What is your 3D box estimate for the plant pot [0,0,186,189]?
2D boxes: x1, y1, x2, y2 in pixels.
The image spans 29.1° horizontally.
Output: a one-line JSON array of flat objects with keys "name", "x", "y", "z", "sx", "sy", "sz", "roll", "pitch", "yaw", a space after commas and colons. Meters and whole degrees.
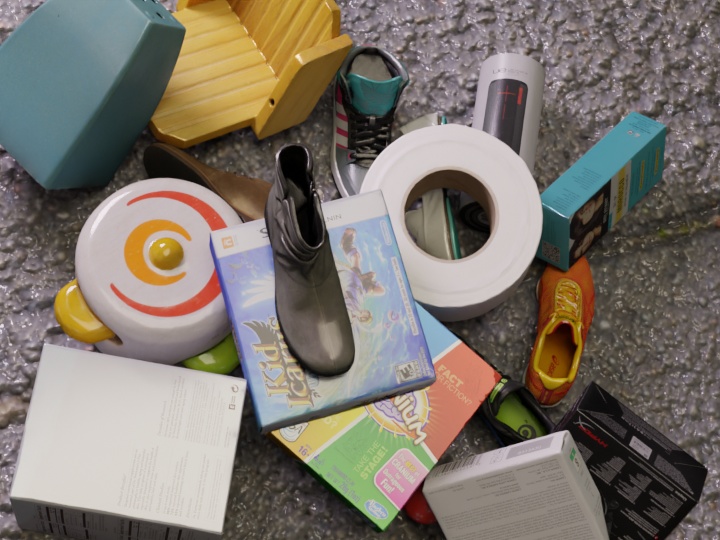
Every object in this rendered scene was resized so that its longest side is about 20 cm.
[{"name": "plant pot", "x": -0.288, "y": -0.209, "z": 1.459, "sx": 0.141, "sy": 0.141, "sz": 0.200, "roll": 43, "pitch": 106, "yaw": 9}]

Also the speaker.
[{"name": "speaker", "x": 0.165, "y": -0.148, "z": 1.605, "sx": 0.080, "sy": 0.081, "sz": 0.202, "roll": 13, "pitch": 66, "yaw": -5}]

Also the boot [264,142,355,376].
[{"name": "boot", "x": -0.051, "y": -0.007, "z": 1.283, "sx": 0.067, "sy": 0.131, "sz": 0.202, "roll": -14, "pitch": 77, "yaw": -9}]

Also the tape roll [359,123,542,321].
[{"name": "tape roll", "x": 0.093, "y": -0.050, "z": 1.485, "sx": 0.200, "sy": 0.071, "sz": 0.205, "roll": 0, "pitch": 76, "yaw": 0}]

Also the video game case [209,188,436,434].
[{"name": "video game case", "x": -0.039, "y": 0.038, "z": 1.365, "sx": 0.179, "sy": 0.045, "sz": 0.202, "roll": -15, "pitch": 78, "yaw": -10}]

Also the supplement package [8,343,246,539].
[{"name": "supplement package", "x": -0.224, "y": 0.181, "z": 1.354, "sx": 0.197, "sy": 0.151, "sz": 0.154, "roll": 11, "pitch": 67, "yaw": -6}]

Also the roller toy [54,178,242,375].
[{"name": "roller toy", "x": -0.206, "y": 0.005, "z": 1.438, "sx": 0.197, "sy": 0.140, "sz": 0.184, "roll": 10, "pitch": 66, "yaw": -6}]

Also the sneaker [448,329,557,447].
[{"name": "sneaker", "x": 0.137, "y": 0.124, "z": 1.482, "sx": 0.199, "sy": 0.083, "sz": 0.071, "roll": 41, "pitch": 65, "yaw": 7}]

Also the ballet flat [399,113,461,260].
[{"name": "ballet flat", "x": 0.076, "y": -0.080, "z": 1.572, "sx": 0.069, "sy": 0.070, "sz": 0.202, "roll": -1, "pitch": 72, "yaw": -11}]

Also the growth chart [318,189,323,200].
[{"name": "growth chart", "x": 0.000, "y": 0.000, "z": 1.517, "sx": 0.199, "sy": 0.018, "sz": 0.146, "roll": 35, "pitch": 57, "yaw": -10}]

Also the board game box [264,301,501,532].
[{"name": "board game box", "x": 0.024, "y": 0.136, "z": 1.399, "sx": 0.153, "sy": 0.040, "sz": 0.201, "roll": 40, "pitch": 75, "yaw": -1}]

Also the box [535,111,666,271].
[{"name": "box", "x": 0.273, "y": -0.093, "z": 1.579, "sx": 0.049, "sy": 0.083, "sz": 0.200, "roll": 28, "pitch": 54, "yaw": 31}]

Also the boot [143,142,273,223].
[{"name": "boot", "x": -0.149, "y": -0.082, "z": 1.533, "sx": 0.199, "sy": 0.074, "sz": 0.076, "roll": 36, "pitch": 50, "yaw": -1}]

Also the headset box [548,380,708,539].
[{"name": "headset box", "x": 0.230, "y": 0.239, "z": 1.406, "sx": 0.148, "sy": 0.201, "sz": 0.077, "roll": 36, "pitch": 29, "yaw": 7}]

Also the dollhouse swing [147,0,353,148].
[{"name": "dollhouse swing", "x": -0.155, "y": -0.262, "z": 1.539, "sx": 0.175, "sy": 0.182, "sz": 0.201, "roll": -13, "pitch": 62, "yaw": -41}]

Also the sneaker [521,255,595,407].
[{"name": "sneaker", "x": 0.228, "y": 0.055, "z": 1.530, "sx": 0.072, "sy": 0.077, "sz": 0.202, "roll": 15, "pitch": 57, "yaw": -3}]

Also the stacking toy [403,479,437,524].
[{"name": "stacking toy", "x": 0.031, "y": 0.172, "z": 1.449, "sx": 0.085, "sy": 0.085, "sz": 0.201, "roll": -31, "pitch": 80, "yaw": -21}]

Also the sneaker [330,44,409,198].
[{"name": "sneaker", "x": 0.012, "y": -0.170, "z": 1.562, "sx": 0.083, "sy": 0.121, "sz": 0.202, "roll": -2, "pitch": 68, "yaw": -11}]

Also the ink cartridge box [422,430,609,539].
[{"name": "ink cartridge box", "x": 0.173, "y": 0.270, "z": 1.378, "sx": 0.201, "sy": 0.160, "sz": 0.050, "roll": 62, "pitch": 29, "yaw": -15}]
